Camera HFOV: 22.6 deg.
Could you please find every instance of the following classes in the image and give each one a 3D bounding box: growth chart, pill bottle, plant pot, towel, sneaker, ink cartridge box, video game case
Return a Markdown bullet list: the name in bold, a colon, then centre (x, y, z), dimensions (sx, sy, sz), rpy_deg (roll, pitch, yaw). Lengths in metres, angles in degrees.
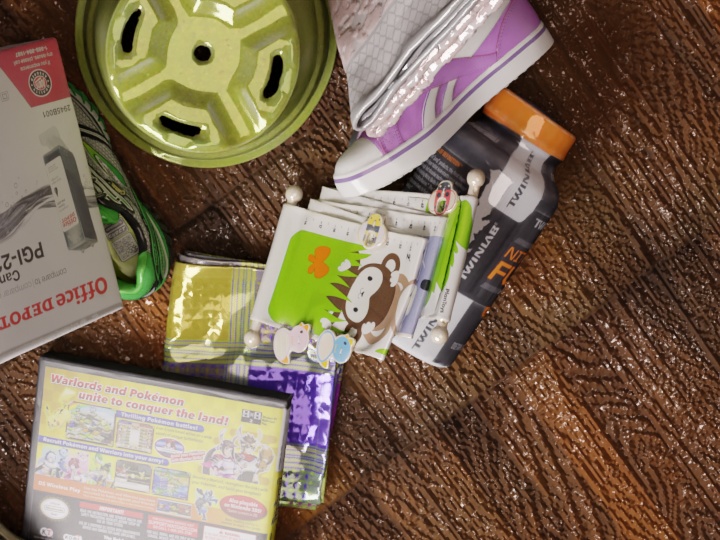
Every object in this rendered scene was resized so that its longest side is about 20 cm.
- **growth chart**: centre (0.000, 0.000, 1.310), dimensions (0.018, 0.199, 0.146), rpy_deg (23, 72, -49)
- **pill bottle**: centre (0.078, -0.037, 1.342), dimensions (0.106, 0.106, 0.201), rpy_deg (32, 98, -10)
- **plant pot**: centre (-0.108, -0.159, 1.263), dimensions (0.198, 0.184, 0.203), rpy_deg (-1, 102, -5)
- **towel**: centre (-0.085, 0.086, 1.399), dimensions (0.142, 0.023, 0.202), rpy_deg (7, 101, -6)
- **sneaker**: centre (0.035, -0.149, 1.297), dimensions (0.200, 0.073, 0.115), rpy_deg (-43, 107, -17)
- **ink cartridge box**: centre (-0.256, -0.045, 1.228), dimensions (0.084, 0.145, 0.202), rpy_deg (-4, 103, 34)
- **video game case**: centre (-0.160, 0.168, 1.389), dimensions (0.198, 0.026, 0.183), rpy_deg (9, 102, 7)
- **sneaker**: centre (-0.206, -0.065, 1.326), dimensions (0.078, 0.085, 0.201), rpy_deg (-38, 101, 4)
- **towel**: centre (0.041, -0.219, 1.223), dimensions (0.032, 0.192, 0.200), rpy_deg (17, 134, -31)

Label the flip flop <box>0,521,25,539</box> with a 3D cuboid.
- **flip flop**: centre (-0.290, 0.224, 1.378), dimensions (0.081, 0.058, 0.200), rpy_deg (-39, 93, 18)

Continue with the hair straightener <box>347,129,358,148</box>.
- **hair straightener**: centre (0.030, -0.175, 1.342), dimensions (0.076, 0.041, 0.202), rpy_deg (20, 100, -8)
